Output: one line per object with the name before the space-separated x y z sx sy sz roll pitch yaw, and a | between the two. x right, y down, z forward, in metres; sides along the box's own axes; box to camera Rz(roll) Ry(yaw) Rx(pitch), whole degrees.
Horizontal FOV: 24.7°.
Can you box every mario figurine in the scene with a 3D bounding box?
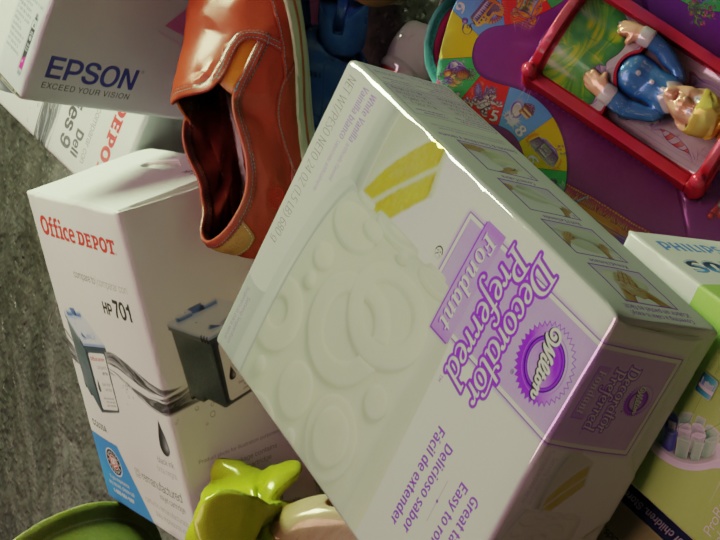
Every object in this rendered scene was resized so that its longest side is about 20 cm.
mario figurine | -0.024 -0.099 0.926 0.123 0.105 0.202 29 122 48

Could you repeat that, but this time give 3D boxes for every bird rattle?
bird rattle | 0.002 0.156 0.847 0.198 0.113 0.165 -7 115 10

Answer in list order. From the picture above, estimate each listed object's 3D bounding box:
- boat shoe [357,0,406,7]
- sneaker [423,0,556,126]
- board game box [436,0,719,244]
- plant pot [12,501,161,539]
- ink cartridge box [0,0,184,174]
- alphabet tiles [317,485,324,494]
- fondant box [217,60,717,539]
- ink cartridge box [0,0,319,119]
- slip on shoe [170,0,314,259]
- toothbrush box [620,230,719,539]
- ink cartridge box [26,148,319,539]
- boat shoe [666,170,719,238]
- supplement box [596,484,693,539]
boat shoe | 0.032 -0.193 0.806 0.073 0.076 0.201 -29 21 31
sneaker | 0.069 -0.080 0.791 0.200 0.120 0.084 -47 54 36
board game box | 0.128 -0.081 0.693 0.198 0.039 0.160 -11 84 7
plant pot | -0.135 0.273 0.973 0.189 0.199 0.202 34 113 32
ink cartridge box | -0.165 -0.153 1.071 0.200 0.084 0.147 41 119 30
alphabet tiles | 0.019 0.130 0.914 0.195 0.014 0.202 -37 61 42
fondant box | 0.031 0.027 0.657 0.200 0.058 0.145 48 118 45
ink cartridge box | -0.084 -0.180 0.920 0.043 0.195 0.201 44 120 40
slip on shoe | -0.067 -0.103 0.845 0.074 0.061 0.203 -15 83 53
toothbrush box | 0.193 0.072 0.618 0.200 0.145 0.087 43 118 41
ink cartridge box | -0.109 0.042 0.953 0.146 0.085 0.202 13 120 59
boat shoe | 0.126 0.017 0.754 0.065 0.073 0.201 50 123 43
supplement box | 0.087 0.190 0.679 0.200 0.134 0.200 -46 47 -2
